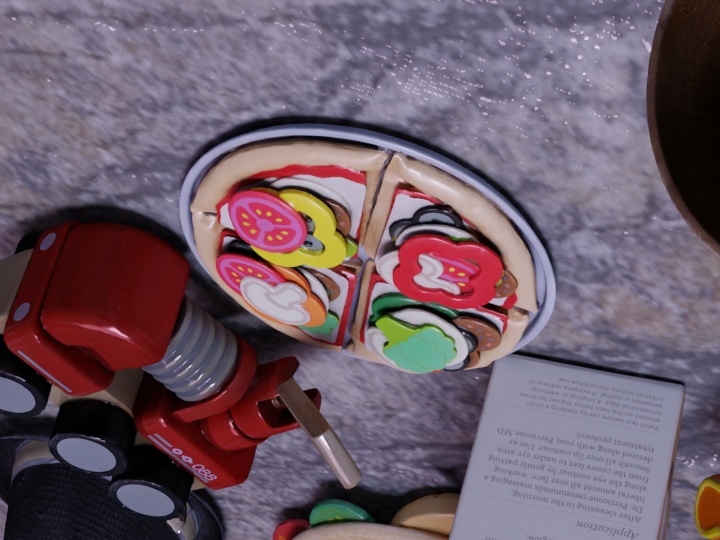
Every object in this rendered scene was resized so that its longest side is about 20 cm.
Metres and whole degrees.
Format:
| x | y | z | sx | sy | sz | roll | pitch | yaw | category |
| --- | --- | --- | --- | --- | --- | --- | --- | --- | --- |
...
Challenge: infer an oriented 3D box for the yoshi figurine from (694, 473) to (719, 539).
| x | y | z | sx | sy | sz | roll | pitch | yaw | category |
| --- | --- | --- | --- | --- | --- | --- | --- | --- | --- |
| 0.268 | 0.152 | 0.883 | 0.198 | 0.112 | 0.113 | 3 | 117 | -14 | yoshi figurine |

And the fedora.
| x | y | z | sx | sy | sz | roll | pitch | yaw | category |
| --- | --- | --- | --- | --- | --- | --- | --- | --- | --- |
| -0.190 | 0.193 | 1.193 | 0.199 | 0.092 | 0.201 | 13 | 147 | 9 | fedora |

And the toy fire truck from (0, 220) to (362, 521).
| x | y | z | sx | sy | sz | roll | pitch | yaw | category |
| --- | --- | --- | --- | --- | --- | --- | --- | --- | --- |
| -0.090 | 0.056 | 0.919 | 0.199 | 0.129 | 0.176 | -17 | 133 | 35 | toy fire truck |

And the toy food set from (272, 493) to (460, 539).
| x | y | z | sx | sy | sz | roll | pitch | yaw | category |
| --- | --- | --- | --- | --- | --- | --- | --- | --- | --- |
| 0.038 | 0.210 | 1.152 | 0.196 | 0.049 | 0.200 | -1 | 143 | 27 | toy food set |

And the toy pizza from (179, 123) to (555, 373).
| x | y | z | sx | sy | sz | roll | pitch | yaw | category |
| --- | --- | --- | --- | --- | --- | --- | --- | --- | --- |
| 0.000 | 0.000 | 0.872 | 0.198 | 0.032 | 0.201 | 13 | 147 | 8 | toy pizza |

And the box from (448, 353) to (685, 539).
| x | y | z | sx | sy | sz | roll | pitch | yaw | category |
| --- | --- | --- | --- | --- | --- | --- | --- | --- | --- |
| 0.104 | 0.174 | 0.924 | 0.105 | 0.201 | 0.153 | 10 | 148 | 12 | box |

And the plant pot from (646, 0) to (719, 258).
| x | y | z | sx | sy | sz | roll | pitch | yaw | category |
| --- | --- | --- | --- | --- | --- | --- | --- | --- | --- |
| 0.227 | -0.037 | 0.596 | 0.186 | 0.189 | 0.200 | -9 | 152 | 35 | plant pot |
